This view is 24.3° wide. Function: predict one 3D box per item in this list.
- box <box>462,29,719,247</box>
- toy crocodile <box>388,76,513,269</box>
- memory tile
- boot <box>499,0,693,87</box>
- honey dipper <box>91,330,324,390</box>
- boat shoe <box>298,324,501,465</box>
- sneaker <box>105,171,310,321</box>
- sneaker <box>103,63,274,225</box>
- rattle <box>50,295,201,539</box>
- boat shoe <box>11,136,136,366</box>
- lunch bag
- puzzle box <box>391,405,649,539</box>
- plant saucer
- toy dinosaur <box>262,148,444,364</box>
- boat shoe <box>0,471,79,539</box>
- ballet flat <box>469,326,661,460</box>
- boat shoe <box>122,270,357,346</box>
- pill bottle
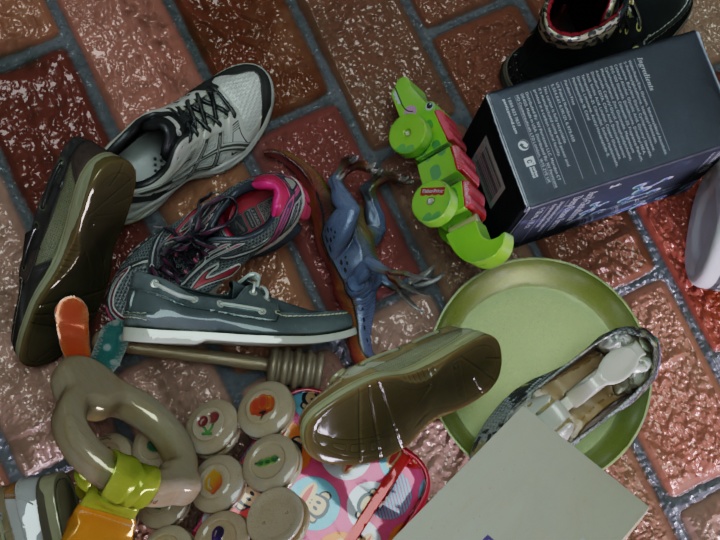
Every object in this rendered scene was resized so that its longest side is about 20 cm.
[{"bbox_3d":[0.202,-0.109,1.452,0.198,0.149,0.108,-18,79,-10],"label":"box"},{"bbox_3d":[0.074,-0.086,1.450,0.061,0.067,0.201,-30,56,18],"label":"toy crocodile"},{"bbox_3d":[-0.137,0.178,1.346,0.198,0.017,0.155,-19,55,15],"label":"memory tile"},{"bbox_3d":[0.226,-0.227,1.480,0.202,0.154,0.074,-28,80,-12],"label":"boot"},{"bbox_3d":[-0.130,0.072,1.424,0.198,0.038,0.038,9,75,-5],"label":"honey dipper"},{"bbox_3d":[0.025,0.097,1.366,0.200,0.063,0.074,-27,120,-30],"label":"boat shoe"},{"bbox_3d":[-0.137,-0.022,1.417,0.199,0.075,0.081,-38,81,5],"label":"sneaker"},{"bbox_3d":[-0.151,-0.115,1.446,0.200,0.088,0.076,-41,82,-16],"label":"sneaker"},{"bbox_3d":[-0.220,0.141,1.351,0.129,0.144,0.200,-11,47,-38],"label":"rattle"},{"bbox_3d":[-0.248,-0.017,1.393,0.066,0.071,0.202,39,116,32],"label":"boat shoe"},{"bbox_3d":[-0.037,0.217,1.382,0.175,0.082,0.201,35,76,-1],"label":"lunch bag"},{"bbox_3d":[0.117,0.208,1.296,0.133,0.026,0.200,39,54,16],"label":"puzzle box"},{"bbox_3d":[0.154,0.090,1.457,0.198,0.031,0.202,1,75,-5],"label":"plant saucer"},{"bbox_3d":[0.000,0.000,1.460,0.198,0.105,0.184,10,84,32],"label":"toy dinosaur"},{"bbox_3d":[-0.256,0.268,1.352,0.068,0.075,0.202,-11,78,11],"label":"boat shoe"},{"bbox_3d":[0.174,0.110,1.403,0.200,0.072,0.072,-36,82,-13],"label":"ballet flat"},{"bbox_3d":[-0.098,0.032,1.382,0.198,0.073,0.063,1,86,-16],"label":"boat shoe"},{"bbox_3d":[0.396,-0.023,1.469,0.198,0.114,0.116,11,75,-3],"label":"pill bottle"}]
